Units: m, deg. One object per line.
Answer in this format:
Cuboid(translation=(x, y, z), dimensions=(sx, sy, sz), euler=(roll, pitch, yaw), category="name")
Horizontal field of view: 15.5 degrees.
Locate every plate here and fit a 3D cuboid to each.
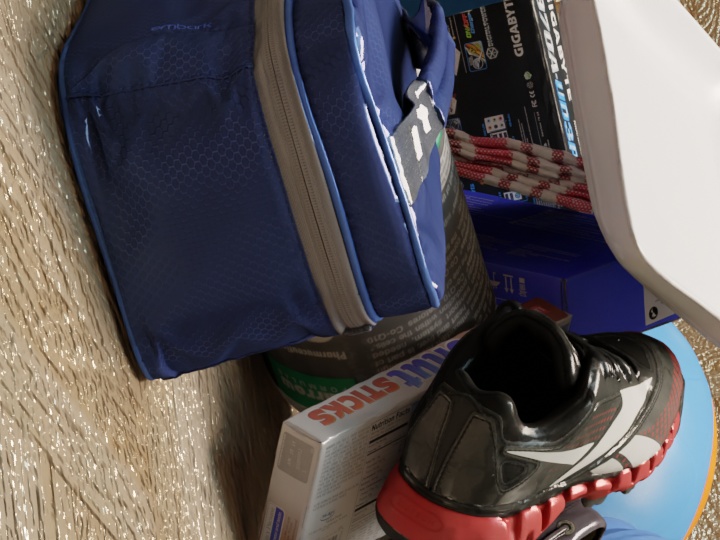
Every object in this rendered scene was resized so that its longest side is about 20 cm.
Cuboid(translation=(0.147, -0.049, 1.247), dimensions=(0.200, 0.032, 0.200), euler=(36, 38, -49), category="plate")

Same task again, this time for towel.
Cuboid(translation=(0.032, -0.067, 1.307), dimensions=(0.146, 0.199, 0.030), euler=(-19, 125, -85), category="towel")

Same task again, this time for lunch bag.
Cuboid(translation=(-0.027, -0.057, 1.018), dimensions=(0.200, 0.132, 0.136), euler=(-86, 162, -65), category="lunch bag")

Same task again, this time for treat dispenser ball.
Cuboid(translation=(0.110, 0.099, 1.562), dimensions=(0.201, 0.200, 0.201), euler=(-12, 90, -83), category="treat dispenser ball")

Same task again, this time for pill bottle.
Cuboid(translation=(0.000, 0.000, 1.213), dimensions=(0.113, 0.113, 0.200), euler=(-95, 169, -47), category="pill bottle")

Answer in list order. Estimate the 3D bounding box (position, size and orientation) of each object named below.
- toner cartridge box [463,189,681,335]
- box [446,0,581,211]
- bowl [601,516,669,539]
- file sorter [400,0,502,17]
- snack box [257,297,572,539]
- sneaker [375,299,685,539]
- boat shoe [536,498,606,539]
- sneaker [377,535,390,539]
Cuboid(translation=(0.065, -0.003, 1.341), dimensions=(0.200, 0.095, 0.043), euler=(13, -67, 48), category="toner cartridge box")
Cuboid(translation=(0.045, -0.054, 1.462), dimensions=(0.046, 0.159, 0.201), euler=(-28, 106, -69), category="box")
Cuboid(translation=(0.085, 0.207, 1.299), dimensions=(0.039, 0.201, 0.201), euler=(39, -17, 33), category="bowl")
Cuboid(translation=(0.004, -0.202, 1.264), dimensions=(0.139, 0.199, 0.123), euler=(67, 9, -57), category="file sorter")
Cuboid(translation=(0.027, 0.072, 1.159), dimensions=(0.200, 0.024, 0.072), euler=(-23, 132, -51), category="snack box")
Cuboid(translation=(0.086, 0.055, 1.144), dimensions=(0.200, 0.071, 0.098), euler=(-24, 135, -49), category="sneaker")
Cuboid(translation=(0.045, 0.167, 1.156), dimensions=(0.200, 0.065, 0.072), euler=(-55, 153, -35), category="boat shoe")
Cuboid(translation=(0.061, 0.161, 1.318), dimensions=(0.200, 0.073, 0.112), euler=(134, -55, -65), category="sneaker")
